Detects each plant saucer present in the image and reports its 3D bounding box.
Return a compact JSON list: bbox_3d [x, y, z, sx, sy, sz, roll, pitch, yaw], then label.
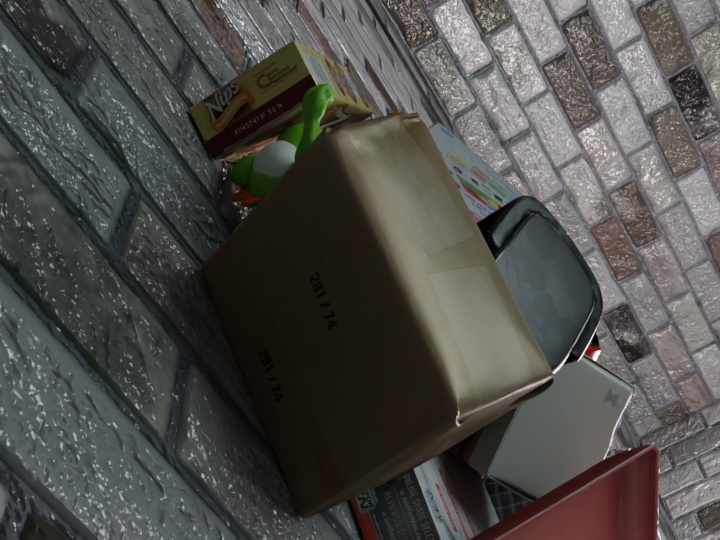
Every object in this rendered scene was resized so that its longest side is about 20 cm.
[{"bbox_3d":[0.149,0.248,0.764,0.037,0.197,0.203,28,-47,50],"label":"plant saucer"}]

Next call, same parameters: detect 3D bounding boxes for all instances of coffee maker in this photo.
[{"bbox_3d":[0.079,0.025,0.793,0.134,0.199,0.195,34,50,-26],"label":"coffee maker"}]

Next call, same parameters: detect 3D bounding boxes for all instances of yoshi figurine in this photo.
[{"bbox_3d":[-0.022,-0.090,0.823,0.111,0.198,0.115,7,88,-47],"label":"yoshi figurine"}]

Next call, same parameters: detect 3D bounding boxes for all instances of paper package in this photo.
[{"bbox_3d":[0.002,0.033,0.674,0.102,0.190,0.202,-12,70,-44],"label":"paper package"}]

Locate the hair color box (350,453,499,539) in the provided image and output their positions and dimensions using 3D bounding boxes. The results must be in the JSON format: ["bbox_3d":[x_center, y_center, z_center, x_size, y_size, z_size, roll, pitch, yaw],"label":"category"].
[{"bbox_3d":[0.065,0.215,0.833,0.200,0.063,0.112,37,28,-62],"label":"hair color box"}]

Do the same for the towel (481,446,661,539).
[{"bbox_3d":[0.195,0.278,0.915,0.085,0.163,0.204,13,61,-63],"label":"towel"}]

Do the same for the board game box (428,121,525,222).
[{"bbox_3d":[0.097,-0.071,0.998,0.153,0.040,0.200,41,26,5],"label":"board game box"}]

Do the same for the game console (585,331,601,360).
[{"bbox_3d":[0.167,0.027,1.038,0.175,0.031,0.200,30,14,2],"label":"game console"}]

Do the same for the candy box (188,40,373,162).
[{"bbox_3d":[-0.068,-0.150,0.939,0.056,0.114,0.200,62,14,4],"label":"candy box"}]

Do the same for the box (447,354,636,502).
[{"bbox_3d":[0.125,0.115,0.898,0.108,0.129,0.199,30,-5,-27],"label":"box"}]

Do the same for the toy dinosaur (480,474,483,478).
[{"bbox_3d":[0.132,0.268,1.027,0.201,0.060,0.106,55,44,-13],"label":"toy dinosaur"}]

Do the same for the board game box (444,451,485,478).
[{"bbox_3d":[0.115,0.145,1.163,0.166,0.056,0.201,55,16,-18],"label":"board game box"}]
